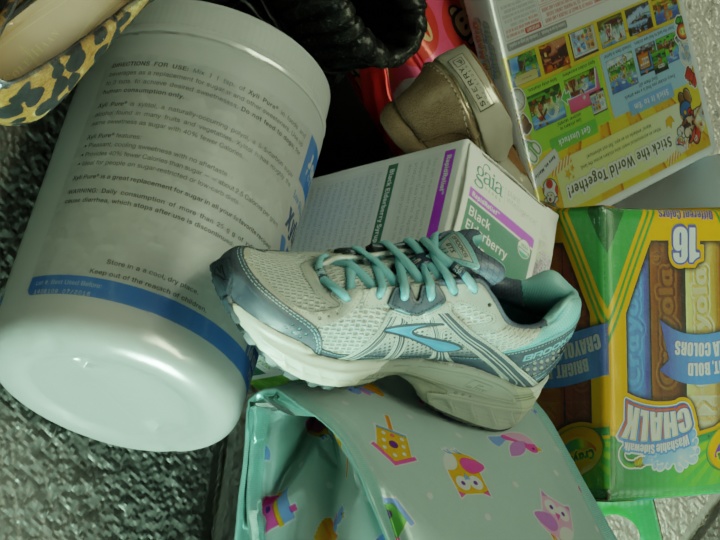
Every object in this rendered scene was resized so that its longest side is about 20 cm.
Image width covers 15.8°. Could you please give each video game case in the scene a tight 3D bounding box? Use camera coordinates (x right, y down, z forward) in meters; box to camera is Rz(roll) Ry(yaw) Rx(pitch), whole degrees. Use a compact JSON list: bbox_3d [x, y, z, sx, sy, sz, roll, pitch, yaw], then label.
[{"bbox_3d":[0.140,-0.133,1.589,0.200,0.023,0.182,-26,106,-48],"label":"video game case"}]

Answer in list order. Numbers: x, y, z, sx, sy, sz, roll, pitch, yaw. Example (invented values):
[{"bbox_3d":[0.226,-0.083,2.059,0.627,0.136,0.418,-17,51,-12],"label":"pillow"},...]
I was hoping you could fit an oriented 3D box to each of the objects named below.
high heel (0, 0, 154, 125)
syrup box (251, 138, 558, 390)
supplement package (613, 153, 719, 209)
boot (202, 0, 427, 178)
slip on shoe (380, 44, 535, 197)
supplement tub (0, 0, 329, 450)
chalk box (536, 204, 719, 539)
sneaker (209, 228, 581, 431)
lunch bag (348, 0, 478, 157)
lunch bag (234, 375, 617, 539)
[{"bbox_3d":[-0.119,-0.156,1.237,0.071,0.200,0.143,34,9,-5],"label":"high heel"},{"bbox_3d":[0.000,0.000,1.389,0.079,0.200,0.081,37,56,-37],"label":"syrup box"},{"bbox_3d":[0.256,0.013,1.665,0.111,0.200,0.156,30,60,-41],"label":"supplement package"},{"bbox_3d":[-0.014,-0.111,1.429,0.211,0.158,0.079,48,51,-29],"label":"boot"},{"bbox_3d":[0.052,-0.064,1.435,0.076,0.061,0.200,58,-1,12],"label":"slip on shoe"},{"bbox_3d":[-0.100,-0.022,1.325,0.132,0.132,0.200,38,57,-36],"label":"supplement tub"},{"bbox_3d":[0.135,0.067,1.423,0.124,0.125,0.200,1,87,-39],"label":"chalk box"},{"bbox_3d":[0.020,0.009,1.251,0.200,0.086,0.078,15,36,-36],"label":"sneaker"},{"bbox_3d":[0.058,-0.130,1.569,0.200,0.082,0.176,58,46,-22],"label":"lunch bag"},{"bbox_3d":[0.035,0.139,1.291,0.170,0.122,0.200,-6,69,-45],"label":"lunch bag"}]
